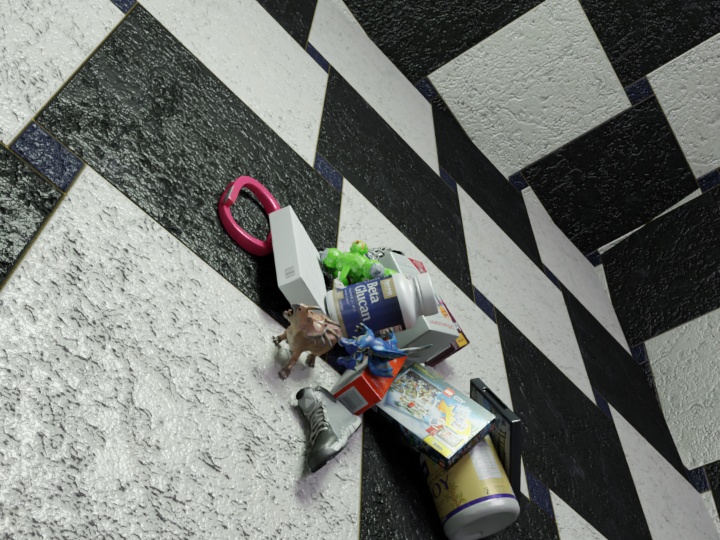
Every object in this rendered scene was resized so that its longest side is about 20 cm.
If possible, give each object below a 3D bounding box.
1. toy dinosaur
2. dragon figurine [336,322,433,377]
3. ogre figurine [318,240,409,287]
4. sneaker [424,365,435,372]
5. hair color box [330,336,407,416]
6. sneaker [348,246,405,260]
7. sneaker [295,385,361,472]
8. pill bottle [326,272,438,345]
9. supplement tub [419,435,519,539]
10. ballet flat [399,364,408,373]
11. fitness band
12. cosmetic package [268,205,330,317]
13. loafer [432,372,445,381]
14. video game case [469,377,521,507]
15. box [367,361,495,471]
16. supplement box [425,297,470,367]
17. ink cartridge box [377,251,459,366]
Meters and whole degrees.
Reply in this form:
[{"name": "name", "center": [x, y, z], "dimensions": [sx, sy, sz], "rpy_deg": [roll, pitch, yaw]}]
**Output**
[{"name": "toy dinosaur", "center": [-0.076, 0.111, 1.437], "dimensions": [0.086, 0.136, 0.200], "rpy_deg": [58, 23, 13]}, {"name": "dragon figurine", "center": [0.040, 0.147, 1.438], "dimensions": [0.200, 0.059, 0.099], "rpy_deg": [18, 25, -24]}, {"name": "ogre figurine", "center": [0.000, 0.000, 1.667], "dimensions": [0.200, 0.098, 0.120], "rpy_deg": [38, -1, 28]}, {"name": "sneaker", "center": [0.192, 0.285, 1.762], "dimensions": [0.076, 0.081, 0.200], "rpy_deg": [6, 50, -58]}, {"name": "hair color box", "center": [0.011, 0.199, 1.519], "dimensions": [0.061, 0.101, 0.200], "rpy_deg": [50, 24, -3]}, {"name": "sneaker", "center": [0.035, -0.032, 1.917], "dimensions": [0.075, 0.082, 0.200], "rpy_deg": [58, 24, 13]}, {"name": "sneaker", "center": [-0.073, 0.248, 1.345], "dimensions": [0.116, 0.075, 0.200], "rpy_deg": [49, 13, 4]}, {"name": "pill bottle", "center": [0.043, 0.068, 1.577], "dimensions": [0.111, 0.200, 0.111], "rpy_deg": [-15, 90, -88]}, {"name": "supplement tub", "center": [0.195, 0.384, 1.542], "dimensions": [0.145, 0.145, 0.200], "rpy_deg": [27, 34, -46]}, {"name": "ballet flat", "center": [0.081, 0.223, 1.682], "dimensions": [0.200, 0.067, 0.046], "rpy_deg": [37, 60, -39]}, {"name": "fitness band", "center": [-0.212, -0.107, 1.628], "dimensions": [0.144, 0.037, 0.200], "rpy_deg": [47, 24, -20]}, {"name": "cosmetic package", "center": [-0.115, -0.003, 1.576], "dimensions": [0.200, 0.052, 0.151], "rpy_deg": [-103, 166, -45]}, {"name": "loafer", "center": [0.177, 0.291, 1.678], "dimensions": [0.067, 0.076, 0.200], "rpy_deg": [-47, 121, -59]}, {"name": "video game case", "center": [0.259, 0.336, 1.605], "dimensions": [0.181, 0.025, 0.200], "rpy_deg": [-133, -143, -64]}, {"name": "box", "center": [0.129, 0.264, 1.528], "dimensions": [0.137, 0.038, 0.200], "rpy_deg": [-32, 49, -33]}, {"name": "supplement box", "center": [0.155, 0.115, 1.927], "dimensions": [0.200, 0.086, 0.110], "rpy_deg": [57, 23, 10]}, {"name": "ink cartridge box", "center": [0.087, 0.090, 1.762], "dimensions": [0.145, 0.145, 0.200], "rpy_deg": [17, 43, -56]}]
